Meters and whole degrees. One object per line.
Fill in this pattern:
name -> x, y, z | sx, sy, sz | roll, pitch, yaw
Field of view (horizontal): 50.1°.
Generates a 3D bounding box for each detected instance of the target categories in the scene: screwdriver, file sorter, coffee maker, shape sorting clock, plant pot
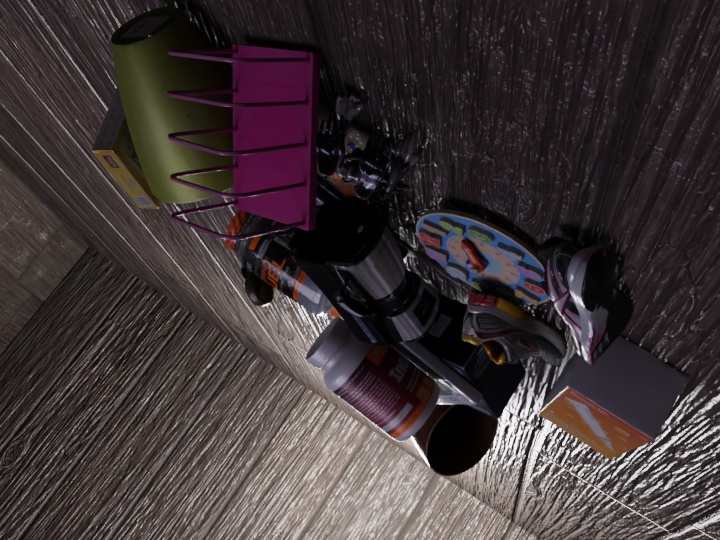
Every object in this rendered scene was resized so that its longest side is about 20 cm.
screwdriver -> 0.069, -0.038, 1.115 | 0.199, 0.029, 0.028 | 32, 161, 17
file sorter -> -0.139, -0.149, 0.877 | 0.138, 0.125, 0.202 | 19, 114, 39
coffee maker -> 0.000, 0.000, 1.107 | 0.192, 0.135, 0.200 | 35, 165, 48
shape sorting clock -> 0.159, -0.013, 1.000 | 0.199, 0.039, 0.200 | 33, 164, 11
plant pot -> -0.232, -0.223, 0.992 | 0.186, 0.187, 0.201 | 21, 146, 40
plant pot -> 0.166, 0.311, 1.683 | 0.187, 0.187, 0.200 | 48, 173, -37

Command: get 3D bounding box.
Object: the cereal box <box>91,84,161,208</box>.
cereal box -> -0.303, -0.210, 1.102 | 0.039, 0.202, 0.144 | 3, 153, 16

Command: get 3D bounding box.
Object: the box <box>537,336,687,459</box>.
box -> 0.337, 0.173, 1.055 | 0.124, 0.098, 0.200 | 32, 163, 13

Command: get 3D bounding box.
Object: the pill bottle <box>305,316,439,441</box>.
pill bottle -> 0.017, 0.166, 1.205 | 0.199, 0.113, 0.113 | 38, 164, -7

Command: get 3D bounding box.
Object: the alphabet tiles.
alphabet tiles -> -0.038, -0.163, 1.035 | 0.166, 0.006, 0.200 | 35, 164, 5

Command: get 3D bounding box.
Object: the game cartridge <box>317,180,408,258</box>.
game cartridge -> -0.024, -0.071, 1.220 | 0.199, 0.039, 0.130 | 38, 168, -5

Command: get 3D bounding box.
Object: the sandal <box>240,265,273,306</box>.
sandal -> -0.180, 0.015, 1.348 | 0.082, 0.054, 0.200 | 58, -167, -20

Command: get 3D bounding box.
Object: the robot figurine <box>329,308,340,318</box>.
robot figurine -> -0.058, 0.011, 1.366 | 0.199, 0.144, 0.117 | 34, -151, 6

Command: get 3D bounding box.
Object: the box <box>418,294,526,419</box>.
box -> 0.151, 0.134, 1.305 | 0.199, 0.104, 0.182 | 22, 157, 40

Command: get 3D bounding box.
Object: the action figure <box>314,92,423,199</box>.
action figure -> 0.009, -0.134, 0.869 | 0.118, 0.103, 0.200 | 26, -170, 3

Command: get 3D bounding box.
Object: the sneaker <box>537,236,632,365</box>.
sneaker -> 0.254, 0.026, 0.889 | 0.086, 0.080, 0.201 | 37, 160, 40

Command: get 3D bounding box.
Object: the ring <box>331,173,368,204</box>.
ring -> -0.069, -0.120, 1.114 | 0.199, 0.019, 0.201 | 26, 152, 15

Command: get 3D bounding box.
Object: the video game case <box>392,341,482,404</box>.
video game case -> 0.086, 0.154, 1.269 | 0.200, 0.023, 0.182 | 40, 162, -7

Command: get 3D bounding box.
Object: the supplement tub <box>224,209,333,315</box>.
supplement tub -> -0.111, -0.027, 1.242 | 0.199, 0.123, 0.123 | 32, 163, 12

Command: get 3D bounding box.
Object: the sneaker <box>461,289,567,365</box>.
sneaker -> 0.212, 0.096, 1.084 | 0.199, 0.083, 0.078 | 27, 174, -32
